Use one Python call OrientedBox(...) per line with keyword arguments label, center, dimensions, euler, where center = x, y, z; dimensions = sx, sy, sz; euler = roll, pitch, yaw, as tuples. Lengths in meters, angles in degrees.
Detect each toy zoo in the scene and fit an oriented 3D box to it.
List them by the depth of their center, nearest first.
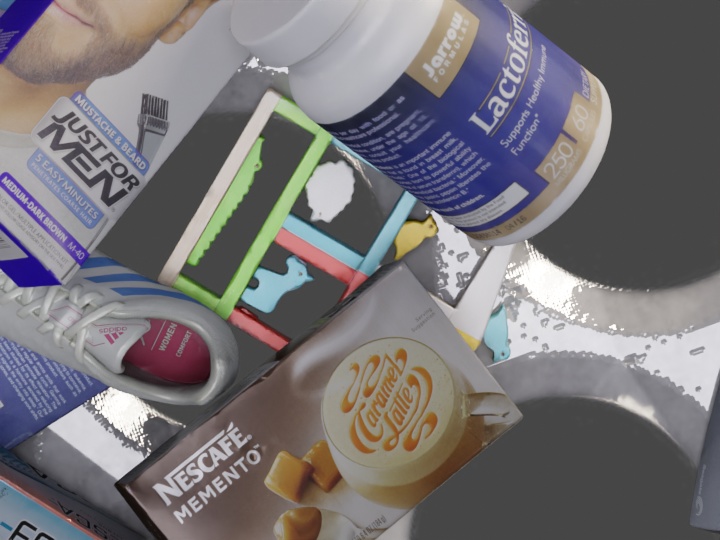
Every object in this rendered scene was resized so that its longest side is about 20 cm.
OrientedBox(label="toy zoo", center=(0.000, 0.000, 1.652), dimensions=(0.200, 0.020, 0.131), euler=(31, 95, -3))

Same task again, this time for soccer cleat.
OrientedBox(label="soccer cleat", center=(-0.159, 0.019, 1.585), dimensions=(0.200, 0.086, 0.070), euler=(21, 100, -7))

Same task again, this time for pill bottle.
OrientedBox(label="pill bottle", center=(0.032, -0.109, 1.559), dimensions=(0.200, 0.116, 0.116), euler=(35, 96, -29))

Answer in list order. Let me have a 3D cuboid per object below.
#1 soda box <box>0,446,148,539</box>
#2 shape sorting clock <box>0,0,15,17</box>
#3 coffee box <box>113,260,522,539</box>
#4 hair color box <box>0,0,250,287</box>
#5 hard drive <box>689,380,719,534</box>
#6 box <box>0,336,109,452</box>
OrientedBox(label="soda box", center=(-0.172, 0.165, 1.630), dimensions=(0.200, 0.068, 0.064), euler=(35, 95, -15))
OrientedBox(label="shape sorting clock", center=(-0.213, -0.203, 1.606), dimensions=(0.200, 0.039, 0.200), euler=(1, 80, -6))
OrientedBox(label="coffee box", center=(-0.025, 0.100, 1.592), dimensions=(0.200, 0.080, 0.114), euler=(-38, 94, -10))
OrientedBox(label="hair color box", center=(-0.150, -0.100, 1.553), dimensions=(0.109, 0.065, 0.200), euler=(46, 66, -22))
OrientedBox(label="hard drive", center=(0.277, 0.072, 1.646), dimensions=(0.135, 0.042, 0.200), euler=(16, 96, -1))
OrientedBox(label="box", center=(-0.230, 0.050, 1.647), dimensions=(0.200, 0.032, 0.121), euler=(-31, 102, 5))
